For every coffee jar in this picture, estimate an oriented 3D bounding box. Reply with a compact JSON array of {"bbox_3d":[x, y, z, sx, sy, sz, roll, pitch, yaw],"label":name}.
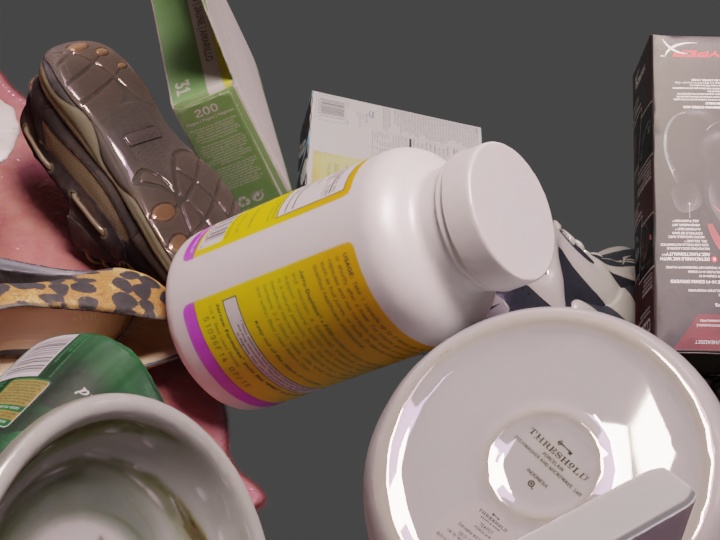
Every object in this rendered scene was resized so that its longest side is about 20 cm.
[{"bbox_3d":[-0.168,0.118,0.935,0.085,0.105,0.200,-9,22,37],"label":"coffee jar"}]

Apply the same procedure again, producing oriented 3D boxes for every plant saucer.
[{"bbox_3d":[-0.116,0.155,0.883,0.050,0.201,0.200,-7,22,36],"label":"plant saucer"}]

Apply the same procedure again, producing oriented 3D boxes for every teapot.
[{"bbox_3d":[0.102,0.126,1.010,0.196,0.146,0.201,-6,60,9],"label":"teapot"}]

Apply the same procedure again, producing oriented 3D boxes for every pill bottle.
[{"bbox_3d":[0.000,0.000,1.062,0.104,0.199,0.105,27,53,-43],"label":"pill bottle"}]

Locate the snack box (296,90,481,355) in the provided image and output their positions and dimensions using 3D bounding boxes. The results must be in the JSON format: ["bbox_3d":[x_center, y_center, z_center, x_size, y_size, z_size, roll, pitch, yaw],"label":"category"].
[{"bbox_3d":[0.018,-0.030,1.250,0.115,0.037,0.201,12,38,-8],"label":"snack box"}]

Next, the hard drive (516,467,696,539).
[{"bbox_3d":[0.069,0.186,0.864,0.132,0.201,0.027,-21,46,-39],"label":"hard drive"}]

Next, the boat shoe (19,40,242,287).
[{"bbox_3d":[-0.128,-0.038,1.177,0.074,0.073,0.201,-17,69,-47],"label":"boat shoe"}]

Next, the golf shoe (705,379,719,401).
[{"bbox_3d":[0.189,0.045,1.195,0.092,0.073,0.200,22,38,9],"label":"golf shoe"}]

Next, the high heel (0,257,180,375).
[{"bbox_3d":[-0.164,0.050,1.047,0.142,0.072,0.200,12,28,3],"label":"high heel"}]

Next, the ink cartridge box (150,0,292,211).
[{"bbox_3d":[-0.101,-0.147,1.223,0.048,0.200,0.146,-21,43,5],"label":"ink cartridge box"}]

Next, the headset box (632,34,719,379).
[{"bbox_3d":[0.227,-0.022,1.119,0.148,0.075,0.201,1,76,-1],"label":"headset box"}]

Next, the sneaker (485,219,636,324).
[{"bbox_3d":[0.100,-0.010,1.166,0.199,0.079,0.130,-35,99,-51],"label":"sneaker"}]

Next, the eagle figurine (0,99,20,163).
[{"bbox_3d":[-0.278,-0.058,1.058,0.151,0.200,0.152,-3,66,13],"label":"eagle figurine"}]
